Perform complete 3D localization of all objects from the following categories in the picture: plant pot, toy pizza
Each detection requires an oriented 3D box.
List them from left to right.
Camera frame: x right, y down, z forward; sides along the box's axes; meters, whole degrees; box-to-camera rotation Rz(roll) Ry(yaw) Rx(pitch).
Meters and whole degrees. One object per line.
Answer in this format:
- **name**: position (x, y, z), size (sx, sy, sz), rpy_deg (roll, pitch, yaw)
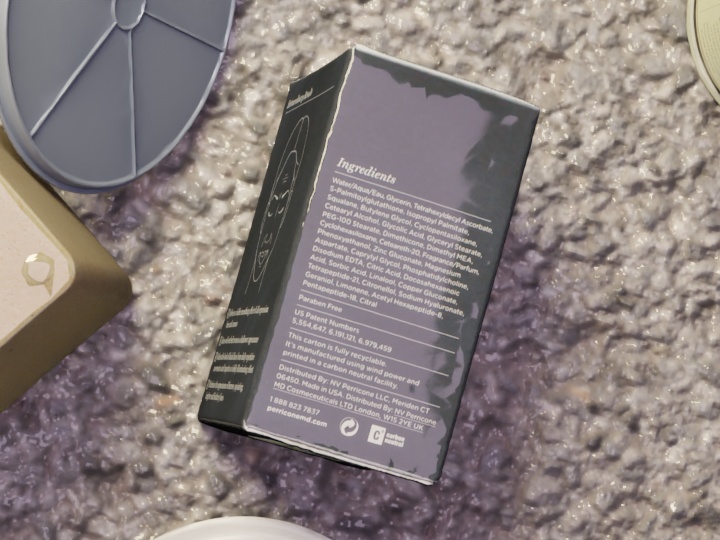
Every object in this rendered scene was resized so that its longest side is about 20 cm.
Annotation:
- **plant pot**: position (-0.238, -0.003, 1.009), size (0.200, 0.177, 0.200), rpy_deg (-41, 96, -11)
- **toy pizza**: position (-0.130, -0.139, 1.052), size (0.032, 0.200, 0.201), rpy_deg (15, 82, 29)

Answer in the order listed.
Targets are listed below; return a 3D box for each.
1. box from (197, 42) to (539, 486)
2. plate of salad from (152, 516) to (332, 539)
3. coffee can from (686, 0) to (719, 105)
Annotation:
- **box**: position (0.000, 0.000, 1.078), size (0.107, 0.148, 0.201), rpy_deg (17, 85, -12)
- **plate of salad**: position (-0.064, 0.232, 1.105), size (0.199, 0.048, 0.201), rpy_deg (0, 89, -3)
- **coffee can**: position (0.282, -0.151, 1.123), size (0.146, 0.200, 0.147), rpy_deg (1, 88, -13)
